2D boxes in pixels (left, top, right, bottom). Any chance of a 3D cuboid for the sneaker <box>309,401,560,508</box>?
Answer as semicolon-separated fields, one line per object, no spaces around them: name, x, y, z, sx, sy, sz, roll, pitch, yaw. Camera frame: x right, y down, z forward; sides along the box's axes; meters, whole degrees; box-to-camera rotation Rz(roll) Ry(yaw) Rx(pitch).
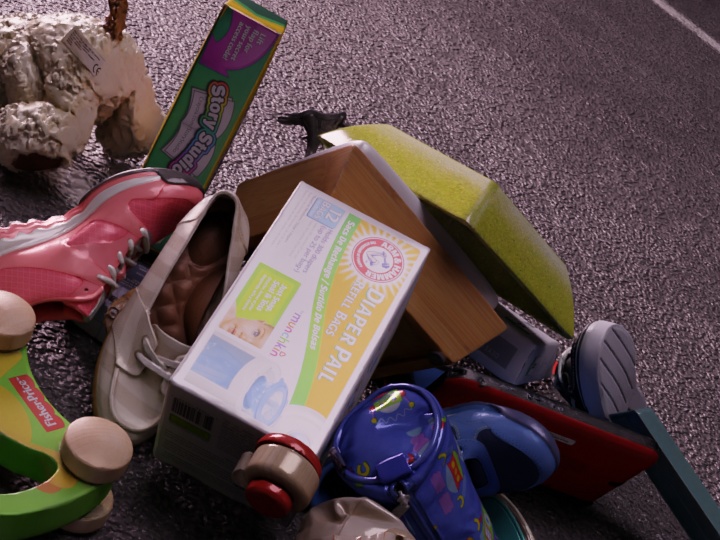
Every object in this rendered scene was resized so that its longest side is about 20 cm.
sneaker;0.048;0.146;1.136;0.198;0.074;0.083;-5;34;26

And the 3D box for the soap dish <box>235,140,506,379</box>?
soap dish;0.000;0.000;1.237;0.200;0.157;0.082;49;55;-21

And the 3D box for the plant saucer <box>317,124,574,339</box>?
plant saucer;0.084;-0.044;1.298;0.199;0.048;0.200;34;-6;44

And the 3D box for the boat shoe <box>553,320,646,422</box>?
boat shoe;0.202;0.101;1.375;0.070;0.073;0.200;19;-23;25

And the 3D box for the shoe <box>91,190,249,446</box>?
shoe;-0.135;0.030;1.114;0.069;0.053;0.202;26;72;-9

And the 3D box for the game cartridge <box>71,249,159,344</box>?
game cartridge;-0.137;0.040;1.238;0.199;0.041;0.133;28;24;-5

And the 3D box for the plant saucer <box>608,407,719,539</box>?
plant saucer;0.278;0.197;1.292;0.201;0.019;0.070;55;-13;1

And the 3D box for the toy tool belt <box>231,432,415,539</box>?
toy tool belt;-0.016;0.210;0.973;0.200;0.124;0.123;46;51;-18

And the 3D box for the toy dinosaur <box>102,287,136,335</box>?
toy dinosaur;-0.122;0.009;1.204;0.106;0.061;0.200;34;28;10

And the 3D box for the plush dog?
plush dog;-0.279;-0.179;1.370;0.170;0.162;0.199;13;16;28

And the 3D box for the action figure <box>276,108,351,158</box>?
action figure;-0.037;-0.034;1.391;0.119;0.101;0.202;35;50;-66

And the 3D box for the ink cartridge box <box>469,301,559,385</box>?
ink cartridge box;0.113;0.037;1.415;0.160;0.050;0.200;35;14;19

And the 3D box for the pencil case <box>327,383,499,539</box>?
pencil case;0.047;0.167;1.054;0.087;0.077;0.201;-95;164;-48

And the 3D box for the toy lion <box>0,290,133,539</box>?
toy lion;-0.272;0.095;0.992;0.191;0.069;0.200;-13;51;-45

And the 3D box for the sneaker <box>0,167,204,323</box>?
sneaker;-0.199;-0.004;1.155;0.198;0.074;0.087;-24;66;-13

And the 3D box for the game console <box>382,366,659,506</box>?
game console;0.129;0.108;1.311;0.198;0.172;0.120;21;55;-17

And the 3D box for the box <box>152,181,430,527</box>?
box;-0.046;0.055;1.088;0.112;0.102;0.201;27;53;4

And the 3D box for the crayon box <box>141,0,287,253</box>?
crayon box;-0.130;-0.126;1.296;0.058;0.201;0.173;27;10;-6

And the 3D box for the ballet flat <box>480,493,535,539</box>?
ballet flat;0.086;0.187;1.191;0.201;0.067;0.062;55;8;35
